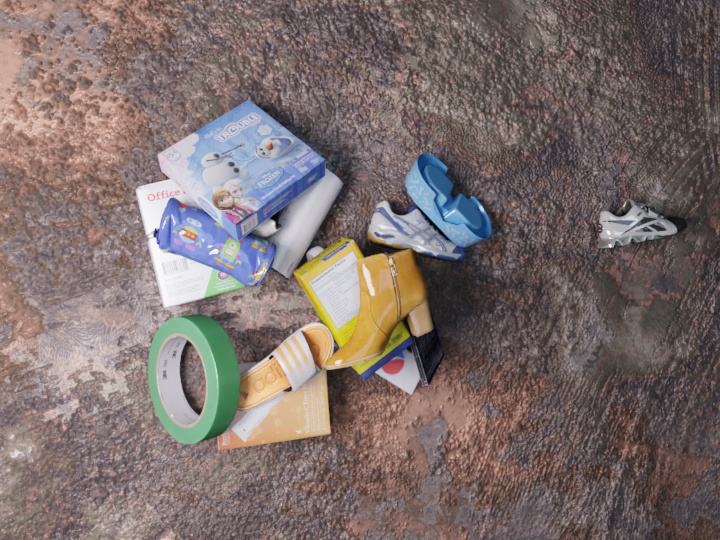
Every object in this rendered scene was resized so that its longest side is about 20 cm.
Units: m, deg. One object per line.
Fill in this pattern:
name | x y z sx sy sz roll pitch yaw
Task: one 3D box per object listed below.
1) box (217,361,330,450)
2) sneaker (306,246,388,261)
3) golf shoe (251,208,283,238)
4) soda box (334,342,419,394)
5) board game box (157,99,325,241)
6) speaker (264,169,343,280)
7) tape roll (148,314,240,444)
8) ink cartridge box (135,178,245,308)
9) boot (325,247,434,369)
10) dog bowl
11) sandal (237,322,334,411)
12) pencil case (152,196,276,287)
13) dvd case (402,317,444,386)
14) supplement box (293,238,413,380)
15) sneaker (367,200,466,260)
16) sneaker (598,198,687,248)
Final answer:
box | -0.157 0.228 1.092 0.194 0.097 0.129 -6 91 -12
sneaker | 0.000 0.000 1.146 0.199 0.073 0.116 42 73 -12
golf shoe | -0.149 -0.146 1.073 0.078 0.095 0.206 33 60 -51
soda box | 0.025 0.147 1.150 0.197 0.064 0.069 33 84 -11
board game box | -0.192 -0.173 1.017 0.198 0.044 0.199 38 60 21
speaker | -0.110 -0.091 1.109 0.080 0.081 0.204 30 84 -11
tape roll | -0.278 0.177 1.021 0.048 0.196 0.207 -5 92 -50
ink cartridge box | -0.289 -0.054 1.067 0.142 0.084 0.206 -13 93 -13
boot | 0.014 0.056 0.969 0.197 0.071 0.148 -22 93 -15
dog bowl | 0.162 -0.126 1.161 0.200 0.112 0.049 45 127 -10
sandal | -0.127 0.169 1.008 0.204 0.059 0.080 -36 98 -2
pencil case | -0.234 -0.041 0.997 0.196 0.078 0.089 24 78 -14
dvd case | 0.105 0.087 1.129 0.016 0.148 0.206 -14 98 22
supplement box | -0.014 0.061 1.047 0.107 0.109 0.203 -33 101 -10
sneaker | 0.114 -0.074 1.163 0.194 0.075 0.091 14 87 -13
sneaker | 0.578 -0.105 1.266 0.194 0.074 0.092 -10 94 -13
